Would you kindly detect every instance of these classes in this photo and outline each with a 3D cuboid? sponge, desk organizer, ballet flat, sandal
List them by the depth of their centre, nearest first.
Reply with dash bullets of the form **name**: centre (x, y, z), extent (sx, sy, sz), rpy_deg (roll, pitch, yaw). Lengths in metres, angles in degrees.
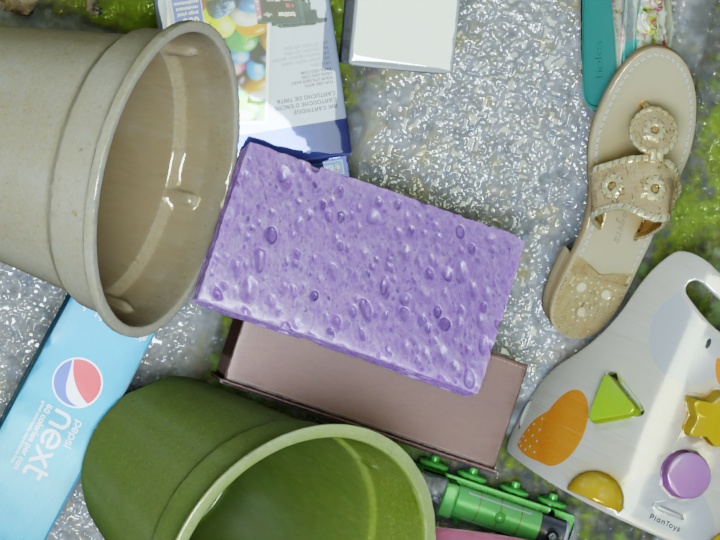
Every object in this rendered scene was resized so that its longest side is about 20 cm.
- **sponge**: centre (0.000, 0.000, 1.494), extent (0.199, 0.030, 0.112), rpy_deg (19, 76, -9)
- **sandal**: centre (0.184, -0.039, 1.514), extent (0.077, 0.070, 0.213), rpy_deg (9, 114, -23)
- **ballet flat**: centre (0.184, -0.200, 1.539), extent (0.064, 0.075, 0.202), rpy_deg (-4, 102, -36)
- **desk organizer**: centre (0.006, 0.068, 1.540), extent (0.199, 0.072, 0.078), rpy_deg (19, 88, -9)

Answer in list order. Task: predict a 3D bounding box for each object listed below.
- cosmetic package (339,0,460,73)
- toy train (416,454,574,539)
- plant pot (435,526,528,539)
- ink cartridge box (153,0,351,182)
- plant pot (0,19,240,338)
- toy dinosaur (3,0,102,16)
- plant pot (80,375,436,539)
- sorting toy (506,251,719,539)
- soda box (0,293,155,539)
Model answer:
- **cosmetic package**: centre (0.032, -0.233, 1.496), extent (0.071, 0.101, 0.202), rpy_deg (5, 95, -5)
- **toy train**: centre (0.057, 0.153, 1.560), extent (0.199, 0.056, 0.042), rpy_deg (18, 94, -6)
- **plant pot**: centre (0.061, 0.267, 1.515), extent (0.198, 0.200, 0.181), rpy_deg (9, 80, -6)
- **ink cartridge box**: centre (-0.073, -0.136, 1.528), extent (0.118, 0.042, 0.202), rpy_deg (-9, 98, -4)
- **plant pot**: centre (-0.201, -0.075, 1.443), extent (0.182, 0.200, 0.202), rpy_deg (13, 95, 19)
- **toy dinosaur**: centre (-0.180, -0.223, 1.450), extent (0.100, 0.058, 0.201), rpy_deg (5, 135, -16)
- **plant pot**: centre (-0.085, 0.158, 1.454), extent (0.199, 0.190, 0.202), rpy_deg (-13, 115, -30)
- **sorting toy**: centre (0.230, 0.089, 1.542), extent (0.199, 0.107, 0.181), rpy_deg (23, 95, -7)
- **soda box**: centre (-0.206, 0.101, 1.525), extent (0.064, 0.068, 0.201), rpy_deg (29, 93, -9)
